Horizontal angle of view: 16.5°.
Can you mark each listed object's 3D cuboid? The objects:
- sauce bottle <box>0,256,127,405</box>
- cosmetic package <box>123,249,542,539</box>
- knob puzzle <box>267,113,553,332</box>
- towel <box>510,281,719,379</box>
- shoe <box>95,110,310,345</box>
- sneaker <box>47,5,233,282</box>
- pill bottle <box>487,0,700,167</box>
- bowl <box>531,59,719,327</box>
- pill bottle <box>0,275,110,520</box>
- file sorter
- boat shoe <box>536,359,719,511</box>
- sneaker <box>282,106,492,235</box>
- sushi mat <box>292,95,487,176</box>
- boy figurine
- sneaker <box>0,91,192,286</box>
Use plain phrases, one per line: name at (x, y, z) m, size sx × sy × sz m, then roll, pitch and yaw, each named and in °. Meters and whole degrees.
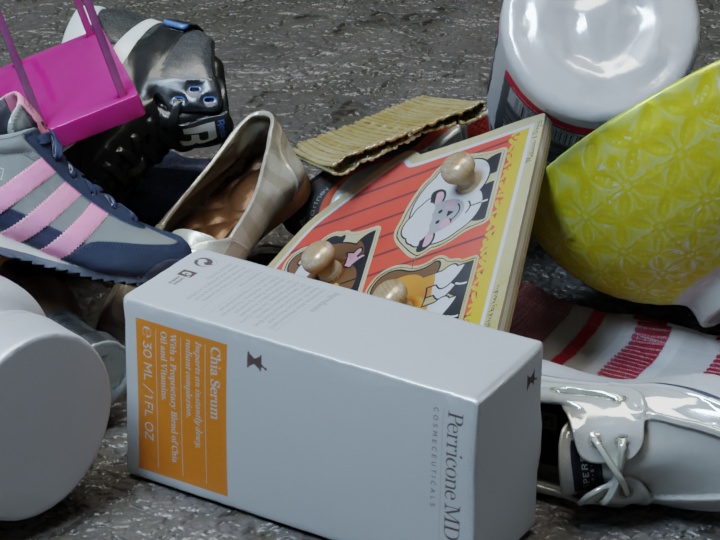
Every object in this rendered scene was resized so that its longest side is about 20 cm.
sauce bottle at (-0.193, 0.019, 1.340) m, size 0.064 × 0.065 × 0.199 m, roll -17°, pitch 29°, yaw -35°
cosmetic package at (-0.015, 0.068, 1.203) m, size 0.199 × 0.102 × 0.071 m, roll 14°, pitch 28°, yaw 27°
knob puzzle at (0.000, 0.000, 1.319) m, size 0.219 × 0.030 × 0.220 m, roll -29°, pitch 32°, yaw 20°
towel at (0.144, 0.060, 1.327) m, size 0.199 × 0.023 × 0.144 m, roll 13°, pitch 28°, yaw 23°
shoe at (-0.092, -0.019, 1.406) m, size 0.069 × 0.054 × 0.200 m, roll 12°, pitch 41°, yaw 23°
sneaker at (-0.133, -0.070, 1.444) m, size 0.111 × 0.073 × 0.201 m, roll 5°, pitch 59°, yaw 12°
pill bottle at (0.128, -0.110, 1.423) m, size 0.110 × 0.112 × 0.200 m, roll 2°, pitch -13°, yaw 0°
bowl at (0.195, -0.035, 1.357) m, size 0.199 × 0.200 × 0.108 m, roll -18°, pitch 75°, yaw -37°
pill bottle at (-0.222, 0.043, 1.226) m, size 0.199 × 0.114 × 0.113 m, roll 23°, pitch 32°, yaw 38°
file sorter at (-0.240, -0.122, 1.354) m, size 0.199 × 0.126 × 0.139 m, roll -22°, pitch 24°, yaw -6°
boat shoe at (0.117, 0.084, 1.215) m, size 0.199 × 0.072 × 0.066 m, roll 14°, pitch 31°, yaw 27°
sneaker at (0.032, -0.062, 1.530) m, size 0.199 × 0.078 × 0.082 m, roll -19°, pitch 25°, yaw -40°
sushi mat at (0.013, -0.081, 1.466) m, size 0.095 × 0.012 × 0.200 m, roll -21°, pitch 8°, yaw -6°
boy figurine at (-0.168, -0.067, 1.536) m, size 0.198 × 0.065 × 0.124 m, roll 11°, pitch 28°, yaw 12°
sneaker at (-0.165, -0.045, 1.291) m, size 0.199 × 0.083 × 0.070 m, roll 17°, pitch 2°, yaw -32°
